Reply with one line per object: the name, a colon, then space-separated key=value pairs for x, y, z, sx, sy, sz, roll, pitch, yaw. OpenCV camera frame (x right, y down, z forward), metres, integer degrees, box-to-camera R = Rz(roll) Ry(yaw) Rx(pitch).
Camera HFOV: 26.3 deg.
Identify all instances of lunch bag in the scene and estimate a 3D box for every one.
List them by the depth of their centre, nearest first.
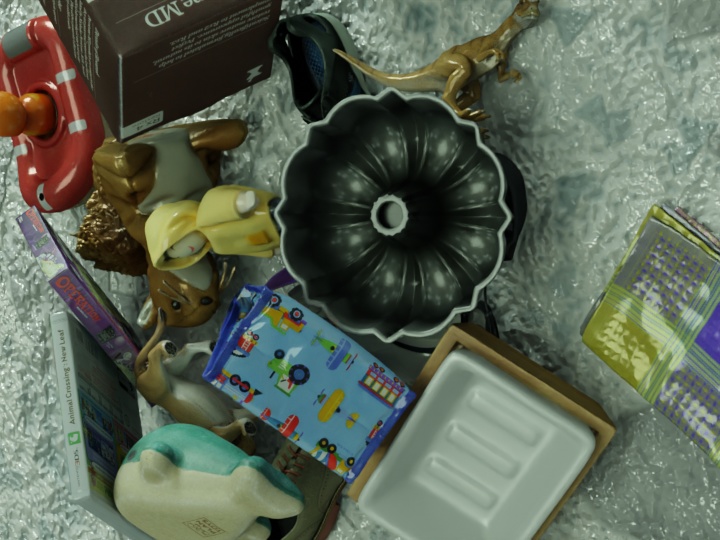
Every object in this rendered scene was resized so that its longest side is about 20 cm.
lunch bag: x=-0.046 y=0.076 z=1.312 sx=0.150 sy=0.200 sz=0.094 roll=36 pitch=95 yaw=-8

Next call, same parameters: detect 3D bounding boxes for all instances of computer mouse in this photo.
computer mouse: x=0.115 y=-0.003 z=1.309 sx=0.058 sy=0.034 sz=0.202 roll=22 pitch=118 yaw=39

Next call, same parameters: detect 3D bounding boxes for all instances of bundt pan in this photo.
bundt pan: x=0.034 y=-0.045 z=1.259 sx=0.200 sy=0.076 sz=0.204 roll=1 pitch=92 yaw=19

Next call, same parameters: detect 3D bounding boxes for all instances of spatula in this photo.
spatula: x=0.000 y=0.000 z=1.382 sx=0.198 sy=0.057 sz=0.021 roll=-2 pitch=116 yaw=26

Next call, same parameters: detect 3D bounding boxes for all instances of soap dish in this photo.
soap dish: x=0.100 y=0.152 z=1.285 sx=0.156 sy=0.081 sz=0.201 roll=32 pitch=120 yaw=3

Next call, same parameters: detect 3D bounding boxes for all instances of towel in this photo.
towel: x=0.268 y=0.060 z=1.196 sx=0.200 sy=0.023 sz=0.144 roll=45 pitch=122 yaw=24

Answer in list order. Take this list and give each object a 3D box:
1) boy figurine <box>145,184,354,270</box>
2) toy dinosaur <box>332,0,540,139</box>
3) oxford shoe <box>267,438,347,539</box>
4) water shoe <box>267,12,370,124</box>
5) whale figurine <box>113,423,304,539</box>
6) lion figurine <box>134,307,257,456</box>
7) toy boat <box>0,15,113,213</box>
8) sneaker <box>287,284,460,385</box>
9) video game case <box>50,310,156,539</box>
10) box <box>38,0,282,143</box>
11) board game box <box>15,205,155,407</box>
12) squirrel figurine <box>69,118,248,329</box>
boy figurine: x=-0.098 y=-0.039 z=1.363 sx=0.198 sy=0.124 sz=0.065 roll=-4 pitch=69 yaw=7
toy dinosaur: x=0.077 y=-0.165 z=1.300 sx=0.199 sy=0.060 sz=0.107 roll=-19 pitch=68 yaw=31
oxford shoe: x=-0.047 y=0.180 z=1.442 sx=0.070 sy=0.074 sz=0.202 roll=27 pitch=114 yaw=33
water shoe: x=-0.022 y=-0.132 z=1.362 sx=0.071 sy=0.079 sz=0.201 roll=-36 pitch=76 yaw=38
whale figurine: x=-0.133 y=0.189 z=1.402 sx=0.199 sy=0.159 sz=0.105 roll=-17 pitch=43 yaw=44
lion figurine: x=-0.163 y=0.133 z=1.503 sx=0.122 sy=0.073 sz=0.201 roll=-28 pitch=102 yaw=42
toy boat: x=-0.338 y=-0.158 z=1.583 sx=0.130 sy=0.130 sz=0.202 roll=-17 pitch=87 yaw=40
sneaker: x=0.011 y=0.059 z=1.379 sx=0.199 sy=0.076 sz=0.081 roll=22 pitch=137 yaw=43
video game case: x=-0.246 y=0.156 z=1.486 sx=0.022 sy=0.200 sz=0.184 roll=-14 pitch=67 yaw=5
box: x=-0.190 y=-0.260 z=1.385 sx=0.201 sy=0.165 sz=0.164 roll=58 pitch=161 yaw=15
board game box: x=-0.263 y=0.037 z=1.518 sx=0.032 sy=0.201 sz=0.120 roll=-32 pitch=42 yaw=-1
squirrel figurine: x=-0.194 y=-0.041 z=1.508 sx=0.199 sy=0.141 sz=0.189 roll=7 pitch=113 yaw=53
